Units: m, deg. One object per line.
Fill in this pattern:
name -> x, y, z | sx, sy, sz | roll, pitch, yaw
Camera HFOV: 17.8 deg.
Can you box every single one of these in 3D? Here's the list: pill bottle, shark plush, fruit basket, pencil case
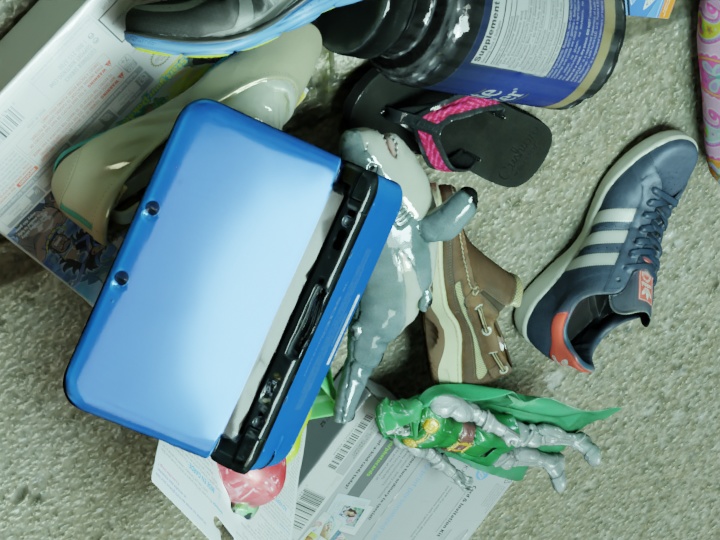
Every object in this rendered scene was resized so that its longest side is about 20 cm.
pill bottle -> 0.068, -0.170, 1.499 | 0.199, 0.112, 0.112 | 5, 117, -39
shark plush -> 0.000, 0.000, 1.548 | 0.083, 0.091, 0.201 | -1, 121, -39
fruit basket -> -0.087, 0.100, 1.534 | 0.185, 0.093, 0.201 | 53, 40, -47
pencil case -> 0.296, -0.148, 1.710 | 0.087, 0.087, 0.200 | -29, 134, -17

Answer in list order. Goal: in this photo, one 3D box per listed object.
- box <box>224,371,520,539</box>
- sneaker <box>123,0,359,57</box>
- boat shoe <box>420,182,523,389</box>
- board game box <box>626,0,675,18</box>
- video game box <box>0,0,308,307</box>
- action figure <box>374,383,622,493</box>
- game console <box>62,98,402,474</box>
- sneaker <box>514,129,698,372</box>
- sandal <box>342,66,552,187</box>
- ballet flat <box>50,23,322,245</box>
box -> 0.013, 0.174, 1.760 | 0.200, 0.041, 0.156 | 29, 101, -44
sneaker -> -0.052, -0.184, 1.370 | 0.199, 0.071, 0.083 | -25, 104, -3
boat shoe -> 0.079, 0.009, 1.657 | 0.075, 0.075, 0.203 | -9, 140, -1
board game box -> 0.207, -0.272, 1.595 | 0.103, 0.019, 0.201 | 1, 120, -35
video game box -> -0.155, -0.095, 1.435 | 0.200, 0.047, 0.182 | -46, 134, 0
action figure -> 0.088, 0.124, 1.708 | 0.200, 0.055, 0.118 | 14, 135, -36
game console -> -0.074, 0.011, 1.416 | 0.201, 0.118, 0.171 | -65, 170, 3
sneaker -> 0.205, -0.009, 1.737 | 0.075, 0.085, 0.200 | 23, 105, -44
sandal -> 0.071, -0.099, 1.600 | 0.200, 0.045, 0.075 | 17, 111, -43
ballet flat -> -0.094, -0.081, 1.412 | 0.200, 0.069, 0.070 | -33, 135, -13
